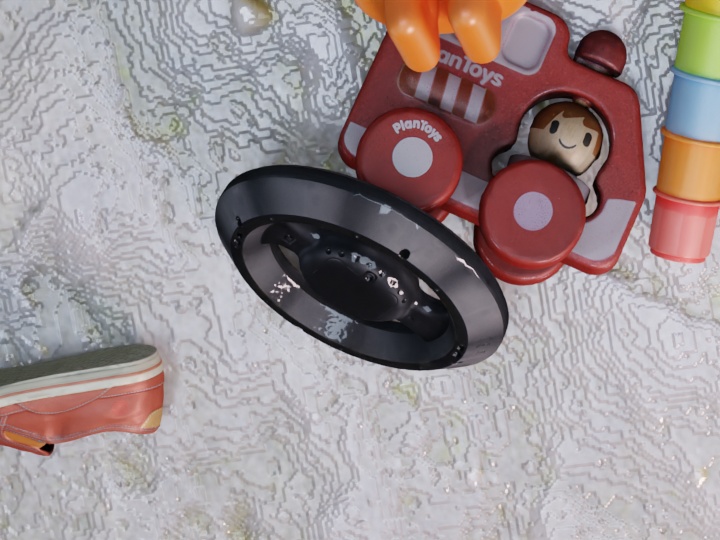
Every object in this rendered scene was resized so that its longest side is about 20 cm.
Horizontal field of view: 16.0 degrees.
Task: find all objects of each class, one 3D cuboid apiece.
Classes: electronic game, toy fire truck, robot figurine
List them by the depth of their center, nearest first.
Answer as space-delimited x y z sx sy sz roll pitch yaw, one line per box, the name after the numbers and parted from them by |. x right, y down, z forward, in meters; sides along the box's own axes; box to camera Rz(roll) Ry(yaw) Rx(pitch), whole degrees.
0.050 -0.224 1.560 0.144 0.116 0.201 -28 57 48 | robot figurine
0.000 0.000 1.610 0.200 0.200 0.042 26 63 2 | electronic game
0.090 -0.090 1.614 0.199 0.112 0.168 23 84 4 | toy fire truck

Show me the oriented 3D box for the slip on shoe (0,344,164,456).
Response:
-0.225 0.097 1.709 0.199 0.074 0.061 -10 103 5 | slip on shoe

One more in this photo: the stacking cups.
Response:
0.217 -0.106 1.616 0.060 0.061 0.201 12 108 6 | stacking cups
